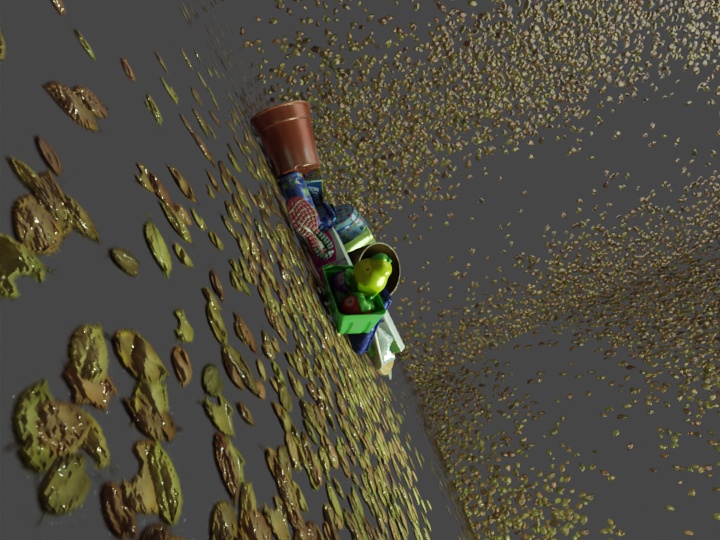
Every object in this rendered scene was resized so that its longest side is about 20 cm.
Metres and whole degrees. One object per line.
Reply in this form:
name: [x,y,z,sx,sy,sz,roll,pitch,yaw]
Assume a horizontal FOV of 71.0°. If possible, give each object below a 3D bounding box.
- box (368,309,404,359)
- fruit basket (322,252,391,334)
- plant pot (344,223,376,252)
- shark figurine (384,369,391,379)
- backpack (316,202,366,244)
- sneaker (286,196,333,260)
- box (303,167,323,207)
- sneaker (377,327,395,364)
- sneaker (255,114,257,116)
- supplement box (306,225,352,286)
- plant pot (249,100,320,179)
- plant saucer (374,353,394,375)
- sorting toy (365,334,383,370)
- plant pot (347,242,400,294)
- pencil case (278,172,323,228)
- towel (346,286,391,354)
box: [0.049,0.198,1.734,0.036,0.144,0.201,-35,102,-53]
fruit basket: [-0.007,0.041,1.336,0.215,0.154,0.217,180,-90,-69]
plant pot: [-0.050,-0.107,1.918,0.201,0.192,0.200,60,1,-1]
shark figurine: [0.087,0.312,2.017,0.128,0.089,0.216,-114,179,-71]
backpack: [-0.087,-0.157,1.718,0.135,0.199,0.183,63,3,-28]
sneaker: [-0.155,-0.114,1.431,0.074,0.080,0.201,11,-47,56]
box: [-0.166,-0.258,1.769,0.201,0.069,0.065,93,-12,-49]
sneaker: [0.059,0.217,1.679,0.075,0.086,0.201,136,-64,-74]
sneaker: [-0.327,-0.493,1.802,0.199,0.112,0.072,-7,70,-56]
supplement box: [-0.083,-0.020,1.544,0.201,0.101,0.103,64,2,10]
plant pot: [-0.227,-0.406,1.613,0.201,0.199,0.197,-66,138,-87]
plant saucer: [0.088,0.289,1.891,0.200,0.032,0.202,-9,90,-69]
sorting toy: [0.014,0.187,1.582,0.185,0.036,0.201,-135,-146,-63]
plant pot: [0.000,0.000,1.712,0.199,0.187,0.188,3,-53,51]
pencil case: [-0.183,-0.209,1.593,0.087,0.078,0.201,-21,84,-58]
towel: [0.021,0.124,1.446,0.049,0.201,0.148,13,30,-24]
